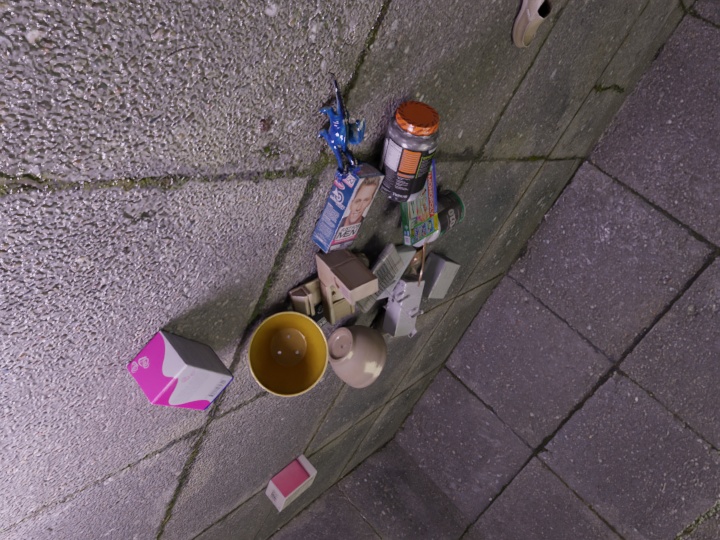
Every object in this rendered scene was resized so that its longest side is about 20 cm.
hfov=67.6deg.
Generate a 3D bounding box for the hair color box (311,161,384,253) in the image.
[{"bbox_3d":[-0.030,-0.144,1.232,0.099,0.060,0.203,-20,143,-51],"label":"hair color box"}]

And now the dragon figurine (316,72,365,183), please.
[{"bbox_3d":[-0.029,-0.261,0.993,0.058,0.099,0.203,-32,152,-35],"label":"dragon figurine"}]

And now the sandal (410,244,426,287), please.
[{"bbox_3d":[0.189,-0.058,1.800,0.078,0.068,0.217,-62,164,-74],"label":"sandal"}]

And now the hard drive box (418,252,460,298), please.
[{"bbox_3d":[0.296,0.023,2.071,0.159,0.076,0.199,-64,157,8],"label":"hard drive box"}]

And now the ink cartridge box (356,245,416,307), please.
[{"bbox_3d":[0.073,0.013,1.708,0.198,0.040,0.202,-13,139,-56],"label":"ink cartridge box"}]

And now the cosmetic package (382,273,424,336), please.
[{"bbox_3d":[0.150,0.121,1.883,0.100,0.071,0.205,-4,112,-41],"label":"cosmetic package"}]

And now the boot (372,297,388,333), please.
[{"bbox_3d":[0.125,0.157,2.018,0.197,0.070,0.176,-16,143,-37],"label":"boot"}]

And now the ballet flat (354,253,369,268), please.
[{"bbox_3d":[0.000,0.000,1.546,0.201,0.065,0.048,76,15,-61],"label":"ballet flat"}]

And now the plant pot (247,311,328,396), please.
[{"bbox_3d":[-0.183,0.202,1.367,0.200,0.200,0.142,-46,-174,-6],"label":"plant pot"}]

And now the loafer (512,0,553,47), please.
[{"bbox_3d":[0.428,-0.629,1.318,0.075,0.068,0.201,-41,157,-18],"label":"loafer"}]

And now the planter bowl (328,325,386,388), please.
[{"bbox_3d":[-0.029,0.264,1.755,0.134,0.200,0.202,33,99,-40],"label":"planter bowl"}]

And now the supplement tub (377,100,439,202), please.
[{"bbox_3d":[0.108,-0.267,1.216,0.121,0.122,0.202,-32,153,-34],"label":"supplement tub"}]

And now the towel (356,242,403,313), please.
[{"bbox_3d":[0.054,0.030,1.569,0.194,0.034,0.200,-53,161,-7],"label":"towel"}]

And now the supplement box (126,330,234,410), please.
[{"bbox_3d":[-0.364,0.211,1.109,0.101,0.103,0.200,-46,159,-4],"label":"supplement box"}]

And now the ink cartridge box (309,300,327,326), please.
[{"bbox_3d":[-0.084,0.096,1.518,0.197,0.043,0.201,-38,157,-14],"label":"ink cartridge box"}]

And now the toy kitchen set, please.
[{"bbox_3d":[-0.065,0.083,1.323,0.160,0.180,0.204,-23,130,-22],"label":"toy kitchen set"}]

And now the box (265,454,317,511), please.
[{"bbox_3d":[-0.306,0.937,2.379,0.198,0.109,0.130,-28,150,-43],"label":"box"}]

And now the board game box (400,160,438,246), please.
[{"bbox_3d":[0.157,-0.185,1.445,0.133,0.029,0.205,-29,122,-40],"label":"board game box"}]

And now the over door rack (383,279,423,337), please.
[{"bbox_3d":[0.135,0.112,1.738,0.066,0.148,0.201,-35,155,-12],"label":"over door rack"}]

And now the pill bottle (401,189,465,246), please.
[{"bbox_3d":[0.218,-0.156,1.617,0.198,0.113,0.115,-33,153,-35],"label":"pill bottle"}]
